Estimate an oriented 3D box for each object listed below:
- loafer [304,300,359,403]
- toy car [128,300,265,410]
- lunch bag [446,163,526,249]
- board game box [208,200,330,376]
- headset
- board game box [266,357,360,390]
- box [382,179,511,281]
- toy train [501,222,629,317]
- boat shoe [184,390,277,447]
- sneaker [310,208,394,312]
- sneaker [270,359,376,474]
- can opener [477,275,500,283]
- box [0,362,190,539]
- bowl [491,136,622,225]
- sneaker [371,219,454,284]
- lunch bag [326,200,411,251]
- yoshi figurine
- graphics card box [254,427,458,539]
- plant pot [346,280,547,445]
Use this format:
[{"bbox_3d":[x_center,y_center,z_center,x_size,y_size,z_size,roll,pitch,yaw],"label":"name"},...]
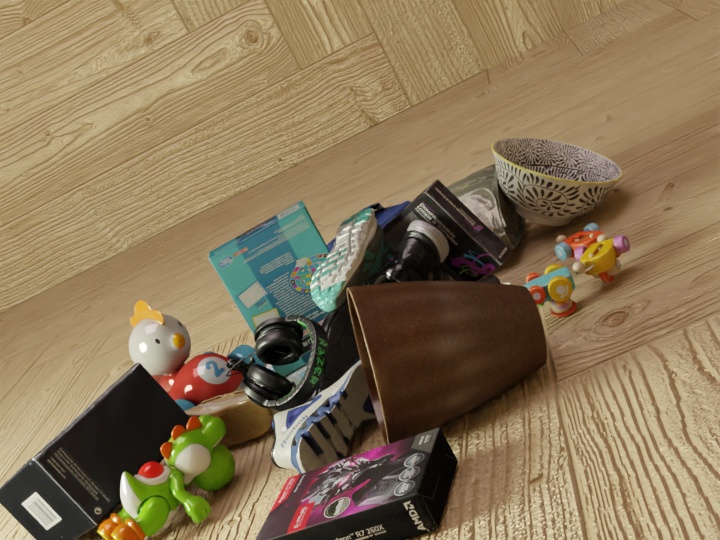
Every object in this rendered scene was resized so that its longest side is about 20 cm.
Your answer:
[{"bbox_3d":[-0.047,0.120,1.513,0.063,0.072,0.201,-18,42,40],"label":"loafer"},{"bbox_3d":[-0.284,0.133,1.743,0.176,0.201,0.184,-13,21,44],"label":"toy car"},{"bbox_3d":[0.161,-0.063,1.763,0.164,0.118,0.200,-25,21,21],"label":"lunch bag"},{"bbox_3d":[-0.098,0.027,1.589,0.151,0.201,0.047,-29,16,-1],"label":"board game box"},{"bbox_3d":[-0.106,0.127,1.504,0.200,0.094,0.124,-5,64,47],"label":"headset"},{"bbox_3d":[-0.039,0.114,1.670,0.198,0.043,0.200,-19,18,29],"label":"board game box"},{"bbox_3d":[0.107,-0.033,1.590,0.036,0.143,0.200,-49,5,-28],"label":"box"},{"bbox_3d":[0.268,0.005,1.466,0.200,0.056,0.150,-33,14,-27],"label":"toy train"},{"bbox_3d":[-0.195,0.212,1.589,0.199,0.074,0.069,-16,11,26],"label":"boat shoe"},{"bbox_3d":[0.000,0.000,1.534,0.077,0.091,0.200,-23,25,35],"label":"sneaker"},{"bbox_3d":[-0.047,0.178,1.398,0.115,0.081,0.199,-9,25,46],"label":"sneaker"},{"bbox_3d":[0.102,0.070,1.541,0.200,0.053,0.067,-30,15,-10],"label":"can opener"},{"bbox_3d":[-0.354,0.253,1.518,0.198,0.123,0.200,-47,6,-38],"label":"box"},{"bbox_3d":[0.287,-0.127,1.721,0.200,0.095,0.201,8,23,-3],"label":"bowl"},{"bbox_3d":[0.070,0.026,1.551,0.075,0.200,0.114,30,65,26],"label":"sneaker"},{"bbox_3d":[0.028,-0.032,1.864,0.136,0.133,0.200,-15,20,42],"label":"lunch bag"},{"bbox_3d":[-0.225,0.278,1.420,0.200,0.112,0.112,-51,-18,-23],"label":"yoshi figurine"},{"bbox_3d":[-0.004,0.240,1.173,0.199,0.051,0.126,-21,16,24],"label":"graphics card box"},{"bbox_3d":[0.103,0.086,1.291,0.199,0.188,0.187,-14,14,-4],"label":"plant pot"}]
